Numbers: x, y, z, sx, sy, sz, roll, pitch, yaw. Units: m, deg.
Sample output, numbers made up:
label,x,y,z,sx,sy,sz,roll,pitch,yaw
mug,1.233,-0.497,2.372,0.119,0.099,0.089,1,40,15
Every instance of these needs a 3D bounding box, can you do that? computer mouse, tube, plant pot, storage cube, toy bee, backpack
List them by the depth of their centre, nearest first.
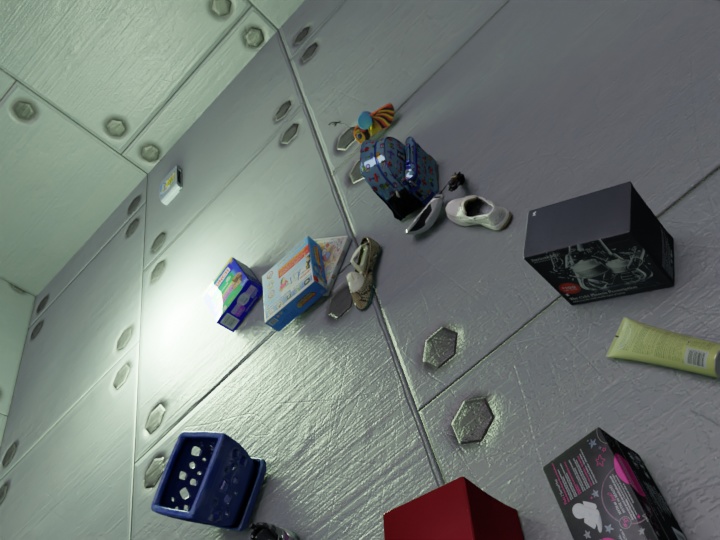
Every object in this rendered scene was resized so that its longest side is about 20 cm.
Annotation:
label,x,y,z,sx,sy,sz,roll,pitch,yaw
storage cube,0.154,0.470,1.117,0.199,0.170,0.181,-33,38,27
tube,0.493,0.125,1.128,0.057,0.053,0.199,-21,17,-29
plant pot,-0.351,0.511,1.677,0.198,0.179,0.202,-11,53,45
computer mouse,0.186,-0.156,1.723,0.201,0.044,0.110,-50,0,18
backpack,0.092,-0.262,1.803,0.134,0.199,0.185,-26,42,34
toy bee,0.020,-0.434,2.149,0.197,0.110,0.131,-8,22,31

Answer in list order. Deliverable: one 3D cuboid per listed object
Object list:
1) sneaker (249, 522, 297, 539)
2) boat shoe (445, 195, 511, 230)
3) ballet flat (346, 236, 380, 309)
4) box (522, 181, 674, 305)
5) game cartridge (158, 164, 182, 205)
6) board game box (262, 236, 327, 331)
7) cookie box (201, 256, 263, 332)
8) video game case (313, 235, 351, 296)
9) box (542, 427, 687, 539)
label,x,y,z,sx,sy,sz,roll,pitch,yaw
sneaker,-0.168,0.578,1.433,0.199,0.139,0.078,9,67,53
boat shoe,0.259,-0.145,1.617,0.199,0.069,0.072,15,75,55
ballet flat,0.000,0.000,1.795,0.067,0.075,0.202,-15,50,40
box,0.420,-0.040,1.235,0.198,0.181,0.105,-16,48,42
game cartridge,-0.873,-0.389,3.213,0.133,0.040,0.201,-45,35,19
board game box,-0.189,0.036,1.967,0.199,0.056,0.197,-39,36,22
cookie box,-0.406,0.072,2.217,0.172,0.075,0.200,-53,33,2
video game case,-0.125,-0.012,2.001,0.198,0.023,0.184,-2,59,49
box,0.369,0.354,0.997,0.115,0.131,0.201,-42,36,22
